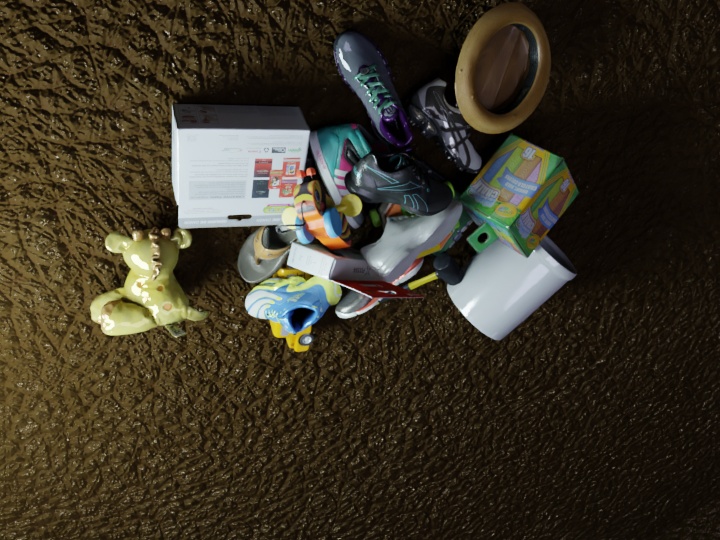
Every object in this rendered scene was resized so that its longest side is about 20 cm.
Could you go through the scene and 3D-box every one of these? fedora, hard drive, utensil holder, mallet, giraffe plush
[{"bbox_3d":[0.213,-0.324,1.120,0.199,0.082,0.202,-12,115,-26],"label":"fedora"},{"bbox_3d":[0.119,-0.115,1.291,0.199,0.038,0.140,27,113,-35],"label":"hard drive"},{"bbox_3d":[0.294,0.015,1.377,0.169,0.170,0.200,27,115,-35],"label":"utensil holder"},{"bbox_3d":[0.099,0.023,1.366,0.199,0.041,0.066,-19,137,15],"label":"mallet"},{"bbox_3d":[-0.346,0.007,1.134,0.172,0.199,0.163,-19,112,-47],"label":"giraffe plush"}]

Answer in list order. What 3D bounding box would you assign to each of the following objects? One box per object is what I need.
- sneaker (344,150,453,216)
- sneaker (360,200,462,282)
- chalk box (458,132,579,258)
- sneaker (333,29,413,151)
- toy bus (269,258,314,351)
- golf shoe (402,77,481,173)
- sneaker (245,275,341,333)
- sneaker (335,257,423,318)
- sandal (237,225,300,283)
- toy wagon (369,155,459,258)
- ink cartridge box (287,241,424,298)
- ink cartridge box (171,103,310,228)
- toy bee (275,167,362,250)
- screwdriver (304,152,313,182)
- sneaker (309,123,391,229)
[{"bbox_3d":[0.075,-0.141,1.120,0.199,0.076,0.079,6,135,-31],"label":"sneaker"},{"bbox_3d":[0.087,-0.071,1.193,0.200,0.088,0.075,-38,155,-21],"label":"sneaker"},{"bbox_3d":[0.270,-0.115,1.246,0.200,0.124,0.124,-53,142,-1],"label":"chalk box"},{"bbox_3d":[0.031,-0.278,1.081,0.074,0.088,0.200,-34,121,0],"label":"sneaker"},{"bbox_3d":[-0.126,0.061,1.312,0.078,0.065,0.201,-4,128,-18],"label":"toy bus"},{"bbox_3d":[0.162,-0.242,1.183,0.094,0.078,0.200,-43,130,14],"label":"golf shoe"},{"bbox_3d":[-0.133,0.061,1.194,0.199,0.105,0.076,-15,114,30],"label":"sneaker"},{"bbox_3d":[0.022,0.009,1.341,0.200,0.077,0.082,-38,110,4],"label":"sneaker"},{"bbox_3d":[-0.140,-0.051,1.193,0.199,0.082,0.055,-33,174,21],"label":"sandal"},{"bbox_3d":[0.094,-0.107,1.236,0.154,0.040,0.201,-21,131,-6],"label":"toy wagon"},{"bbox_3d":[0.000,0.000,1.196,0.200,0.173,0.044,3,104,-60],"label":"ink cartridge box"},{"bbox_3d":[-0.193,-0.162,1.099,0.199,0.084,0.176,-3,129,-19],"label":"ink cartridge box"},{"bbox_3d":[-0.063,-0.100,1.084,0.130,0.110,0.200,-5,170,-1],"label":"toy bee"},{"bbox_3d":[-0.110,-0.117,1.213,0.029,0.028,0.201,21,128,0],"label":"screwdriver"},{"bbox_3d":[0.000,-0.167,1.178,0.120,0.084,0.201,-20,130,7],"label":"sneaker"}]
